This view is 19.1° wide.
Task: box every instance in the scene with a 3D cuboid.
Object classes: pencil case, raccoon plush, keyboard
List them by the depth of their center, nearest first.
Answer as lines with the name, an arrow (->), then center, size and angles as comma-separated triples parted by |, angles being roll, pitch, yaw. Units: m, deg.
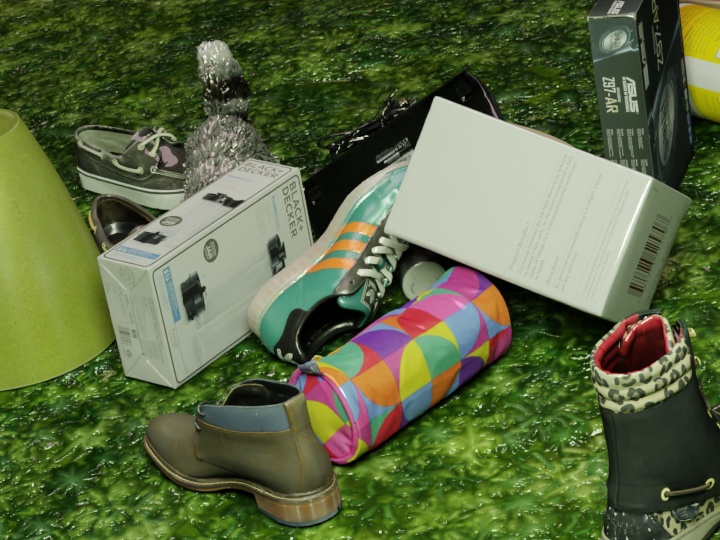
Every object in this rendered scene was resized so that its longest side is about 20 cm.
pencil case -> 0.028, 0.070, 1.640 | 0.088, 0.089, 0.199 | 16, 34, 43
keyboard -> 0.036, -0.099, 1.845 | 0.199, 0.040, 0.105 | -33, 63, 19
raccoon plush -> -0.143, -0.104, 1.944 | 0.096, 0.201, 0.134 | -22, 2, 14

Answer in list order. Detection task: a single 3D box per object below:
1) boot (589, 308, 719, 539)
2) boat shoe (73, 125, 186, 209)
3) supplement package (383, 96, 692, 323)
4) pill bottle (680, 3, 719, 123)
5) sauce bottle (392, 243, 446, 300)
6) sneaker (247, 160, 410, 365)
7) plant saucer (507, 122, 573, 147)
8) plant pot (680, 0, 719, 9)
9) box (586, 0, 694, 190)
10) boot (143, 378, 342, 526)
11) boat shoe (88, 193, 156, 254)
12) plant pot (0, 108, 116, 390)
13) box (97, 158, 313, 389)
boot -> 0.225, 0.091, 1.440 | 0.073, 0.155, 0.203 | 13, 34, 39
boat shoe -> -0.208, -0.106, 2.108 | 0.199, 0.064, 0.071 | 9, 32, 35
supplement package -> 0.141, -0.044, 1.696 | 0.199, 0.118, 0.117 | 23, 4, 25
pill bottle -> 0.338, -0.197, 2.041 | 0.104, 0.105, 0.199 | -27, 31, -30
sauce bottle -> 0.040, -0.030, 1.864 | 0.064, 0.065, 0.200 | -12, 28, -5
sneaker -> 0.000, 0.000, 1.763 | 0.200, 0.071, 0.080 | -46, 50, -2
plant saucer -> 0.127, -0.083, 1.881 | 0.199, 0.051, 0.201 | 10, 23, -4
plant pot -> 0.403, -0.266, 2.171 | 0.199, 0.093, 0.201 | -8, 25, 4
box -> 0.251, -0.162, 1.893 | 0.043, 0.201, 0.160 | 0, 27, 21
boot -> -0.094, 0.113, 1.582 | 0.199, 0.098, 0.075 | 15, 35, 41
boat shoe -> -0.196, -0.013, 1.918 | 0.071, 0.061, 0.201 | -21, 28, -22
plant pot -> -0.314, -0.029, 1.835 | 0.185, 0.201, 0.187 | -8, 26, 4
box -> -0.124, -0.001, 1.804 | 0.060, 0.118, 0.200 | 11, 32, 37
